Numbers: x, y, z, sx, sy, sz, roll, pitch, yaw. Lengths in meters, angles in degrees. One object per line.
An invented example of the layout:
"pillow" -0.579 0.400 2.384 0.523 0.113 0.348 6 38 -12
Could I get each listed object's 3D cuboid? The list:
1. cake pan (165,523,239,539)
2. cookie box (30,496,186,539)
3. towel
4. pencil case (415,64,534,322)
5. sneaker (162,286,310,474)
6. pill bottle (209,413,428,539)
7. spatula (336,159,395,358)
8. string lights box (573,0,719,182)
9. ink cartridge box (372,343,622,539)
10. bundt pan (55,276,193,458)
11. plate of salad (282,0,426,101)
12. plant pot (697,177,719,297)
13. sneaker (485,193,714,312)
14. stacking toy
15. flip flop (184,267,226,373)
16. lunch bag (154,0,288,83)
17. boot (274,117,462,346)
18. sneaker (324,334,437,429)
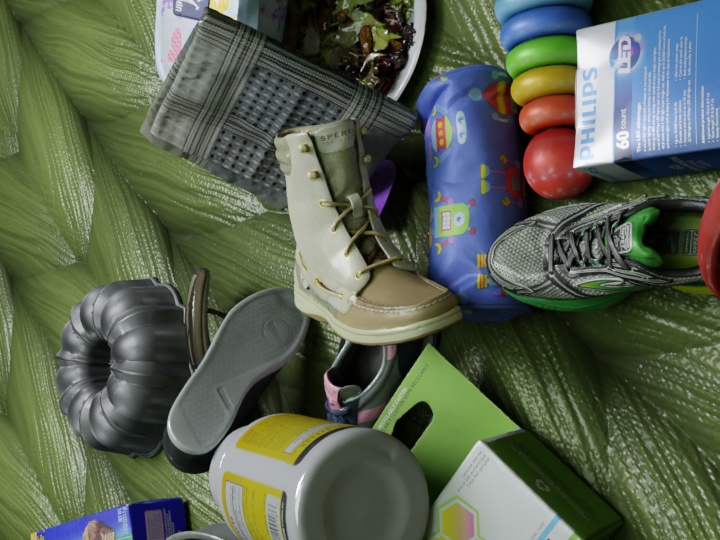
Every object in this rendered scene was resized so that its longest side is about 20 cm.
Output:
"cake pan" -0.095 0.302 0.885 0.199 0.037 0.202 19 125 29
"cookie box" -0.263 0.343 1.072 0.199 0.075 0.173 -25 68 40
"towel" -0.078 -0.118 0.862 0.200 0.191 0.035 -40 30 56
"pencil case" 0.086 -0.058 0.795 0.086 0.078 0.202 -11 76 31
"sneaker" -0.119 0.101 0.932 0.070 0.201 0.099 35 143 1
"pill bottle" -0.044 0.167 0.778 0.199 0.110 0.113 -4 81 60
"spatula" 0.000 0.000 0.907 0.056 0.020 0.202 11 94 57
"string lights box" 0.240 -0.123 0.670 0.199 0.059 0.104 -3 81 44
"ink cartridge box" 0.066 0.175 0.757 0.200 0.075 0.149 42 112 26
"bundt pan" -0.267 0.105 1.113 0.201 0.075 0.204 -7 79 42
"plate of salad" -0.021 -0.220 0.944 0.199 0.048 0.202 -9 77 42
"plant pot" 0.284 0.003 0.516 0.201 0.199 0.183 -52 49 25
"sneaker" 0.173 -0.021 0.683 0.198 0.085 0.079 -9 75 32
"stacking toy" 0.142 -0.153 0.766 0.085 0.085 0.202 -9 84 42
"flip flop" -0.132 0.096 0.997 0.081 0.057 0.202 154 102 -73
"lunch bag" -0.126 -0.253 0.936 0.200 0.126 0.171 -126 42 -62
"boot" -0.003 -0.034 0.760 0.199 0.071 0.156 17 119 59
"sneaker" -0.011 0.116 0.859 0.070 0.082 0.202 32 106 41
